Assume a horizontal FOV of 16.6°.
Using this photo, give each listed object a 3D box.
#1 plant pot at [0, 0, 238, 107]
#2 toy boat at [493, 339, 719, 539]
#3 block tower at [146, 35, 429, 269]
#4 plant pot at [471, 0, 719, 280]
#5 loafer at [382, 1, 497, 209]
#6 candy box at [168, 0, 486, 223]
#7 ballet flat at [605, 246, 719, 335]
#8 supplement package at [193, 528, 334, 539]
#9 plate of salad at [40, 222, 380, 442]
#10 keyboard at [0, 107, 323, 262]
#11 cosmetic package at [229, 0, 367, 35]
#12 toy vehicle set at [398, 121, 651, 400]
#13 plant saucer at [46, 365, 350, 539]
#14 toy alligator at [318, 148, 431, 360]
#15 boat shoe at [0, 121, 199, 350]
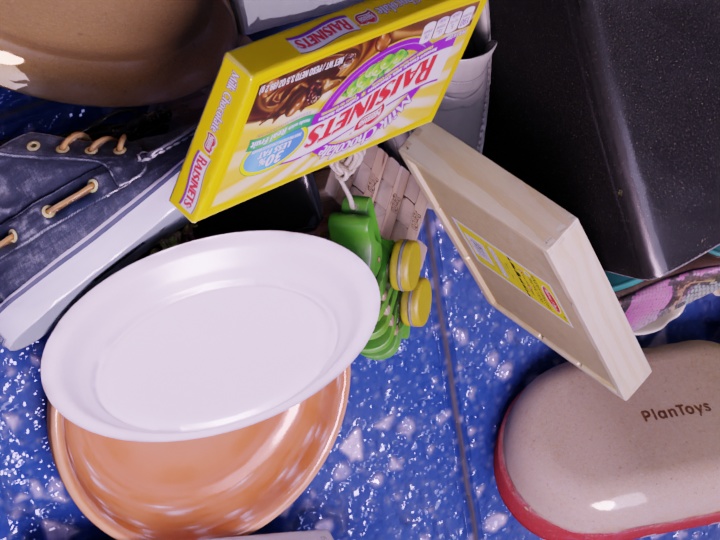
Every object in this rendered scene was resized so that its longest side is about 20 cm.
[{"bbox_3d":[-0.160,-0.149,1.307,0.199,0.199,0.028,30,59,-34],"label":"plant pot"},{"bbox_3d":[0.181,0.133,1.644,0.199,0.131,0.131,-7,143,-24],"label":"toy boat"},{"bbox_3d":[-0.040,-0.069,1.458,0.200,0.054,0.058,40,54,-33],"label":"block tower"},{"bbox_3d":[0.176,-0.126,1.503,0.199,0.199,0.178,-29,108,-18],"label":"plant pot"},{"bbox_3d":[0.048,-0.128,1.489,0.070,0.070,0.201,-18,115,-24],"label":"loafer"},{"bbox_3d":[-0.013,-0.096,1.311,0.199,0.026,0.103,-26,152,-44],"label":"candy box"},{"bbox_3d":[0.218,-0.002,1.644,0.199,0.069,0.071,-24,136,-17],"label":"ballet flat"},{"bbox_3d":[-0.099,0.245,1.486,0.199,0.121,0.120,-2,129,-30],"label":"supplement package"},{"bbox_3d":[-0.086,0.033,1.405,0.199,0.048,0.201,-12,146,-9],"label":"plate of salad"},{"bbox_3d":[-0.127,-0.049,1.403,0.199,0.040,0.105,-14,119,6],"label":"keyboard"},{"bbox_3d":[-0.055,-0.235,1.338,0.087,0.103,0.201,-15,100,-12],"label":"cosmetic package"},{"bbox_3d":[0.102,-0.004,1.491,0.027,0.124,0.200,-48,147,-9],"label":"toy vehicle set"},{"bbox_3d":[-0.100,0.073,1.494,0.199,0.037,0.202,-10,112,-26],"label":"plant saucer"},{"bbox_3d":[0.000,0.000,1.442,0.200,0.059,0.055,71,29,-55],"label":"toy alligator"},{"bbox_3d":[-0.141,-0.052,1.340,0.200,0.071,0.091,-38,84,-1],"label":"boat shoe"}]
